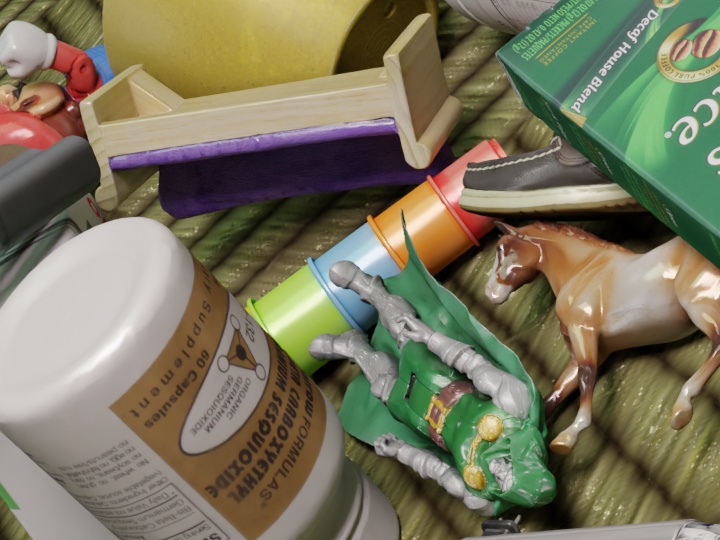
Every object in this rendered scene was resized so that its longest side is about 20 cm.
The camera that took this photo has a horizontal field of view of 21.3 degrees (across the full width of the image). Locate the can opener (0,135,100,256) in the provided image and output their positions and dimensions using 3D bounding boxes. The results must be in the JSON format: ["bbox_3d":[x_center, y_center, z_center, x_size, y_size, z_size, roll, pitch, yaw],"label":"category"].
[{"bbox_3d":[-0.188,-0.010,0.946,0.052,0.067,0.200,-14,21,25],"label":"can opener"}]

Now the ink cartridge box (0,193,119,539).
[{"bbox_3d":[-0.151,0.054,1.019,0.084,0.146,0.200,-29,26,6],"label":"ink cartridge box"}]

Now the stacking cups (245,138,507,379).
[{"bbox_3d":[0.000,0.000,1.027,0.200,0.061,0.061,-40,32,5],"label":"stacking cups"}]

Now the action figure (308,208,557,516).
[{"bbox_3d":[0.037,0.058,0.900,0.200,0.054,0.119,40,121,56],"label":"action figure"}]

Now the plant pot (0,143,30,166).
[{"bbox_3d":[-0.253,0.011,1.198,0.200,0.201,0.174,2,34,48],"label":"plant pot"}]

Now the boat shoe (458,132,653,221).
[{"bbox_3d":[0.136,-0.060,0.925,0.200,0.072,0.067,-4,88,38],"label":"boat shoe"}]

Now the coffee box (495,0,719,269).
[{"bbox_3d":[0.162,-0.077,0.834,0.123,0.044,0.200,-39,44,-3],"label":"coffee box"}]

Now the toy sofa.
[{"bbox_3d":[-0.047,-0.073,1.071,0.199,0.098,0.083,-7,19,19],"label":"toy sofa"}]

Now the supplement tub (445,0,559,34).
[{"bbox_3d":[0.137,-0.184,1.035,0.132,0.132,0.200,-49,33,-12],"label":"supplement tub"}]

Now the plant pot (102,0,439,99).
[{"bbox_3d":[-0.036,-0.159,1.167,0.142,0.200,0.200,31,73,29],"label":"plant pot"}]

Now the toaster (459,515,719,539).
[{"bbox_3d":[0.085,0.170,0.688,0.129,0.114,0.201,-13,40,32],"label":"toaster"}]

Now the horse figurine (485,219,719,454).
[{"bbox_3d":[0.135,0.023,0.865,0.199,0.050,0.133,-14,47,41],"label":"horse figurine"}]

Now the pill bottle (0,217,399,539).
[{"bbox_3d":[-0.072,0.080,0.878,0.114,0.200,0.115,-28,34,21],"label":"pill bottle"}]

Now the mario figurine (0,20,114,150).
[{"bbox_3d":[-0.198,-0.131,1.322,0.200,0.124,0.106,-39,22,-27],"label":"mario figurine"}]
